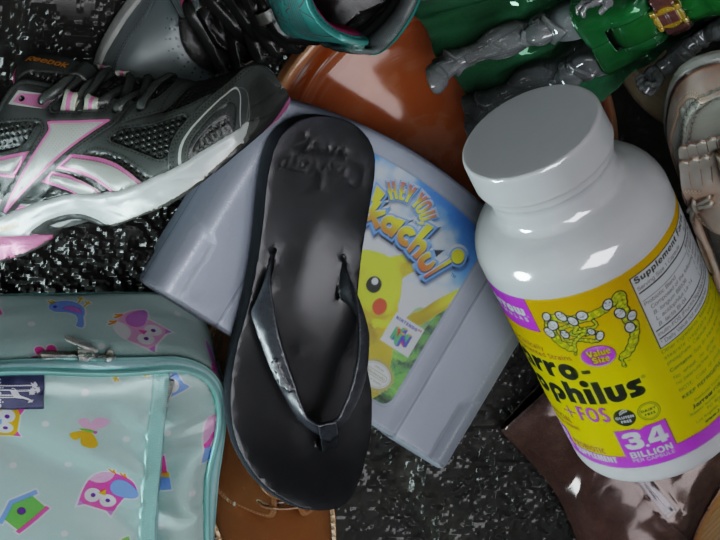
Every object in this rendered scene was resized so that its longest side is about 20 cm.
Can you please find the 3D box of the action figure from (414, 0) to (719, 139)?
[{"bbox_3d":[0.131,-0.125,1.018,0.199,0.055,0.118,-23,131,23],"label":"action figure"}]

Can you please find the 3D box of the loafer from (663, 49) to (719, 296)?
[{"bbox_3d":[0.197,-0.033,1.039,0.072,0.063,0.200,-8,148,12],"label":"loafer"}]

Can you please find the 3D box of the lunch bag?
[{"bbox_3d":[-0.147,0.104,1.076,0.160,0.077,0.201,1,126,-9],"label":"lunch bag"}]

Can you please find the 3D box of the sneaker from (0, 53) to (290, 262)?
[{"bbox_3d":[-0.133,-0.069,1.001,0.199,0.080,0.087,-19,107,28],"label":"sneaker"}]

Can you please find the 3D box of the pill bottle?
[{"bbox_3d":[0.122,0.006,1.043,0.104,0.104,0.200,-30,122,-1],"label":"pill bottle"}]

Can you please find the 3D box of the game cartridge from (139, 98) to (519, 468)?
[{"bbox_3d":[0.000,0.000,1.068,0.200,0.040,0.134,33,82,-23],"label":"game cartridge"}]

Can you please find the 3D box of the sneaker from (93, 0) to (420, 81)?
[{"bbox_3d":[-0.042,-0.129,1.008,0.200,0.121,0.084,-37,111,2],"label":"sneaker"}]

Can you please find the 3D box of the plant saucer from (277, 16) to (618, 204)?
[{"bbox_3d":[0.040,-0.061,1.106,0.199,0.032,0.201,-5,111,-13],"label":"plant saucer"}]

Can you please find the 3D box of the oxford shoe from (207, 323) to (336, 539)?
[{"bbox_3d":[-0.050,0.114,1.130,0.071,0.071,0.201,-14,114,-10],"label":"oxford shoe"}]

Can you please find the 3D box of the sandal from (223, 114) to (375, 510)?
[{"bbox_3d":[-0.027,0.024,1.018,0.076,0.043,0.201,-3,99,-21],"label":"sandal"}]

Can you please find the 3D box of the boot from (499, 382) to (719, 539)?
[{"bbox_3d":[0.141,0.142,1.203,0.166,0.072,0.200,40,98,-11],"label":"boot"}]

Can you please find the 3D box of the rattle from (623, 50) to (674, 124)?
[{"bbox_3d":[0.193,-0.167,1.099,0.130,0.143,0.200,-41,75,40],"label":"rattle"}]
